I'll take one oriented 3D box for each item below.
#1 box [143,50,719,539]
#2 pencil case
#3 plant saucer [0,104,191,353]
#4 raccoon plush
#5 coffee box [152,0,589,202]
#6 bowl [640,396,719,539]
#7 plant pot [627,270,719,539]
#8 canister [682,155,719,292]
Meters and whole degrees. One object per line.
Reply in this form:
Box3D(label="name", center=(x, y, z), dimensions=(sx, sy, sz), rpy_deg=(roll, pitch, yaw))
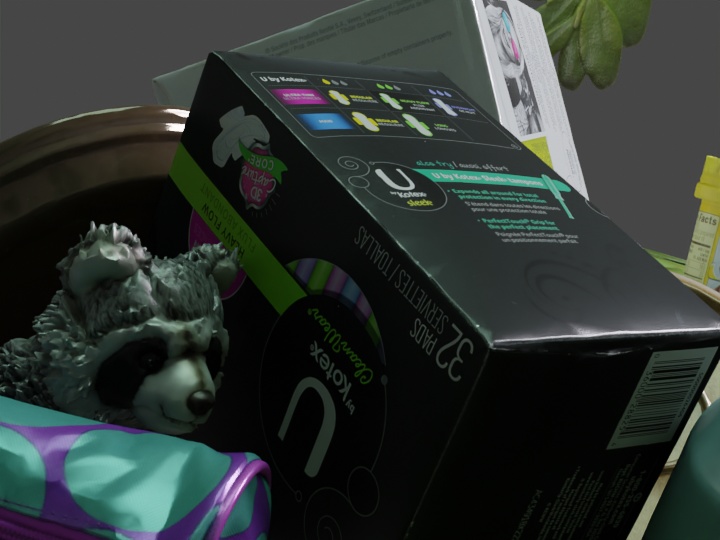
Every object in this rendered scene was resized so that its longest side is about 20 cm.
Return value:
Box3D(label="box", center=(0.014, 0.026, 0.642), dimensions=(0.124, 0.149, 0.200), rpy_deg=(-1, 34, -38))
Box3D(label="pencil case", center=(-0.128, 0.076, 0.517), dimensions=(0.200, 0.085, 0.092), rpy_deg=(14, -8, 8))
Box3D(label="plant saucer", center=(-0.127, 0.005, 0.720), dimensions=(0.200, 0.200, 0.029), rpy_deg=(4, 46, -50))
Box3D(label="raccoon plush", center=(-0.135, 0.034, 0.620), dimensions=(0.200, 0.134, 0.097), rpy_deg=(16, 8, 23))
Box3D(label="coffee box", center=(0.022, -0.046, 1.004), dimensions=(0.200, 0.200, 0.198), rpy_deg=(-16, -4, 19))
Box3D(label="bowl", center=(0.187, 0.097, 0.578), dimensions=(0.201, 0.105, 0.201), rpy_deg=(-4, 24, 2))
Box3D(label="plant pot", center=(0.124, 0.068, 0.742), dimensions=(0.200, 0.027, 0.200), rpy_deg=(5, 52, -7))
Box3D(label="canister", center=(0.259, 0.043, 1.010), dimensions=(0.149, 0.200, 0.087), rpy_deg=(18, 9, 34))
